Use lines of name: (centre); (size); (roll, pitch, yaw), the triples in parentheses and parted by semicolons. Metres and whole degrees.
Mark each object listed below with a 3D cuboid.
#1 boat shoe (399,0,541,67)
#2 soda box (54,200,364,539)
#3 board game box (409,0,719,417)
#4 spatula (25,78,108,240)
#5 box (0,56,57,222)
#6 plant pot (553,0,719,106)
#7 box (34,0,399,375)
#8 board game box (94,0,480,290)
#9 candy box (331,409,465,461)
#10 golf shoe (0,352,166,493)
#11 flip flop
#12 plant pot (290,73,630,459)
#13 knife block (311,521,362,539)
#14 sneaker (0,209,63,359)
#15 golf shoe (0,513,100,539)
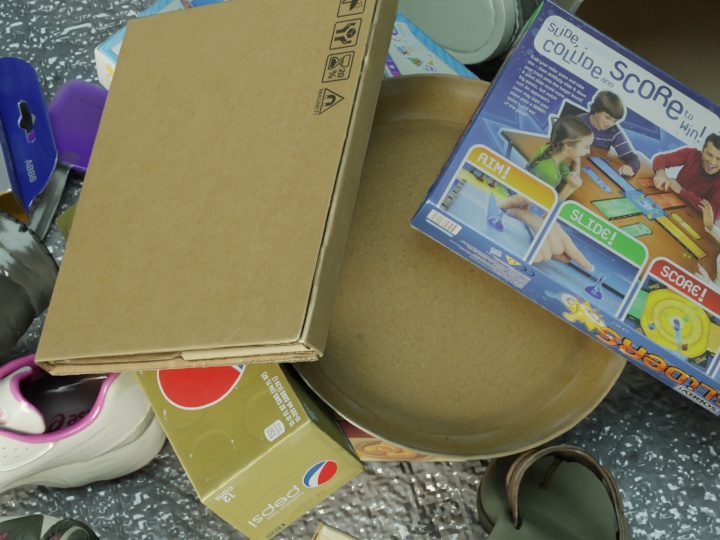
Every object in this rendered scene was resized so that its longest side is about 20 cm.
boat shoe: (0.017, -0.175, 1.352); (0.202, 0.072, 0.060); (33, 27, 29)
soda box: (-0.078, 0.034, 1.189); (0.068, 0.064, 0.200); (-37, 53, 6)
board game box: (0.142, -0.028, 1.184); (0.200, 0.034, 0.135); (32, 66, -3)
spatula: (-0.177, -0.023, 1.299); (0.056, 0.021, 0.200); (20, 65, 11)
box: (-0.268, -0.060, 1.297); (0.200, 0.041, 0.119); (-20, 63, 2)
plant pot: (0.185, -0.187, 1.304); (0.187, 0.187, 0.200); (-4, 49, -1)
box: (-0.070, -0.046, 1.163); (0.163, 0.021, 0.200); (-6, 61, 34)
board game box: (-0.024, -0.087, 1.258); (0.134, 0.034, 0.200); (-40, 70, -20)
candy box: (0.000, 0.000, 1.264); (0.115, 0.055, 0.200); (0, 63, 1)
golf shoe: (-0.197, 0.083, 1.207); (0.200, 0.092, 0.075); (-21, 65, -8)
flip flop: (0.095, 0.117, 1.143); (0.081, 0.200, 0.058); (21, 104, 5)
plant pot: (0.042, -0.001, 1.183); (0.200, 0.027, 0.200); (5, 70, -13)
knife block: (0.078, 0.194, 1.096); (0.175, 0.200, 0.064); (19, 82, 42)
sneaker: (-0.251, -0.011, 1.203); (0.200, 0.076, 0.091); (24, 62, 20)
golf shoe: (-0.185, 0.212, 1.161); (0.088, 0.077, 0.200); (14, 67, 42)
